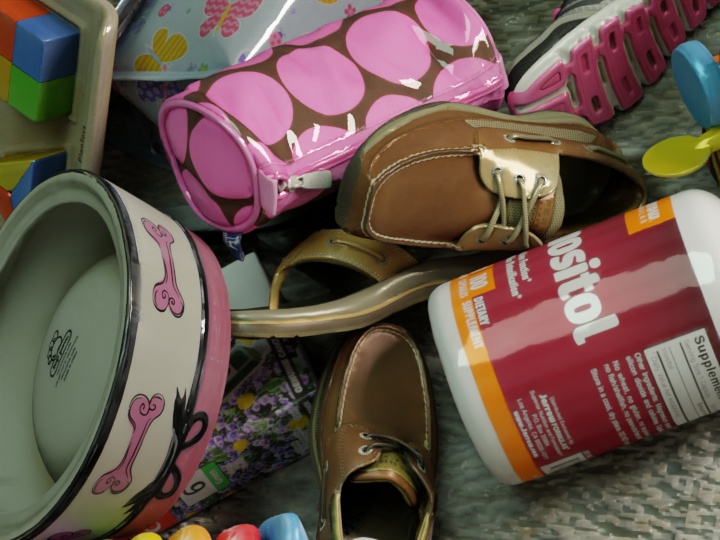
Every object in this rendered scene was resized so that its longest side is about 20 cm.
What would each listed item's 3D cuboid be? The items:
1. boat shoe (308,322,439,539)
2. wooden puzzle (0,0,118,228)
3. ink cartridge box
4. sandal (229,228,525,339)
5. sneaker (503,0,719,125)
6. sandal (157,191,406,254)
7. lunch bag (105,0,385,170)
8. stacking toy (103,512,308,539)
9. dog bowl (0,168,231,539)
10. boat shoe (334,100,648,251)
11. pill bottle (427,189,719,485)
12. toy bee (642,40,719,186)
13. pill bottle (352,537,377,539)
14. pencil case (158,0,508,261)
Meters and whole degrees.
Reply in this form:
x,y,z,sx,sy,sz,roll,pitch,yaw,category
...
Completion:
x,y,z,sx,sy,sz,roll,pitch,yaw,category
0.013,0.113,1.422,0.072,0.068,0.200,10,65,-14,boat shoe
-0.218,-0.105,1.613,0.046,0.185,0.200,-17,40,-36,wooden puzzle
-0.120,0.086,1.520,0.200,0.050,0.109,-28,52,2,ink cartridge box
0.000,0.000,1.468,0.200,0.054,0.080,-15,4,-25,sandal
0.141,-0.159,1.560,0.087,0.074,0.200,32,70,35,sneaker
-0.024,-0.020,1.549,0.200,0.075,0.048,-7,81,27,sandal
-0.074,-0.148,1.606,0.200,0.127,0.170,7,59,50,lunch bag
-0.128,0.174,1.373,0.200,0.110,0.116,6,79,-11,stacking toy
-0.140,0.052,1.427,0.200,0.074,0.200,-30,52,49,dog bowl
0.077,-0.046,1.448,0.200,0.076,0.074,-11,31,-43,boat shoe
0.145,0.027,1.410,0.200,0.113,0.113,-21,53,8,pill bottle
0.202,-0.085,1.404,0.131,0.200,0.109,-35,53,10,toy bee
0.076,0.204,1.294,0.200,0.113,0.113,15,63,3,pill bottle
-0.008,-0.086,1.476,0.200,0.091,0.094,-30,30,-33,pencil case
